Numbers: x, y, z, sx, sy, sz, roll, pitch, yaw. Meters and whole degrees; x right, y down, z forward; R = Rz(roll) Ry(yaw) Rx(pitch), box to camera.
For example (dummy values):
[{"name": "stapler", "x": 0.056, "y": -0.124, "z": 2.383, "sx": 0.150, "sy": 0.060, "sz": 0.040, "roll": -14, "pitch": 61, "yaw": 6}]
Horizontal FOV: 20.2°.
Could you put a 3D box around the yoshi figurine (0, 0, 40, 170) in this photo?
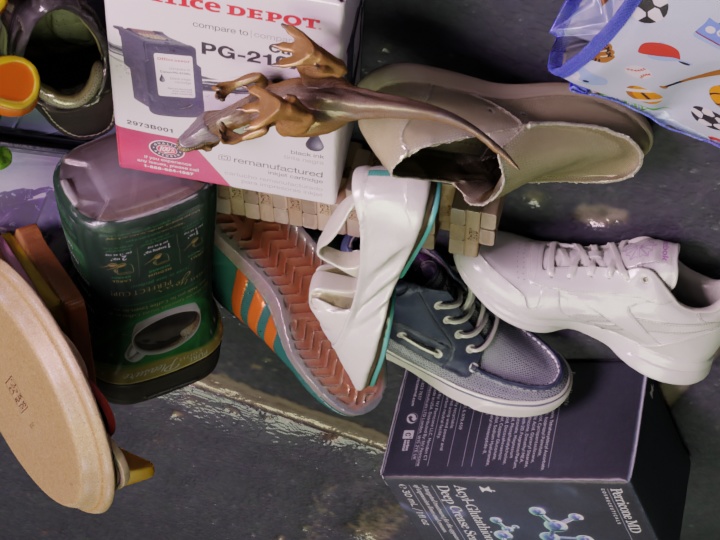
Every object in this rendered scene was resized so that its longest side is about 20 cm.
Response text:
[{"name": "yoshi figurine", "x": -0.241, "y": -0.114, "z": 1.200, "sx": 0.112, "sy": 0.113, "sz": 0.200, "roll": 34, "pitch": 155, "yaw": -20}]

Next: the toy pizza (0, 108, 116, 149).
[{"name": "toy pizza", "x": -0.238, "y": -0.093, "z": 1.344, "sx": 0.199, "sy": 0.032, "sz": 0.201, "roll": -14, "pitch": 137, "yaw": -13}]

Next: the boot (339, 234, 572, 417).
[{"name": "boot", "x": 0.067, "y": 0.037, "z": 1.440, "sx": 0.199, "sy": 0.073, "sz": 0.090, "roll": 20, "pitch": 148, "yaw": -3}]

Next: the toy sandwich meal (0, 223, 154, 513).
[{"name": "toy sandwich meal", "x": -0.198, "y": 0.064, "z": 1.325, "sx": 0.205, "sy": 0.070, "sz": 0.206, "roll": 43, "pitch": 147, "yaw": 36}]

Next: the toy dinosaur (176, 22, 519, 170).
[{"name": "toy dinosaur", "x": -0.017, "y": -0.097, "z": 1.150, "sx": 0.199, "sy": 0.061, "sz": 0.106, "roll": 2, "pitch": 171, "yaw": 21}]

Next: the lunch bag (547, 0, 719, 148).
[{"name": "lunch bag", "x": 0.210, "y": -0.145, "z": 1.062, "sx": 0.169, "sy": 0.124, "sz": 0.200, "roll": 20, "pitch": 140, "yaw": -9}]

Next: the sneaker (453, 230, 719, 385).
[{"name": "sneaker", "x": 0.162, "y": 0.003, "z": 1.373, "sx": 0.199, "sy": 0.075, "sz": 0.100, "roll": 20, "pitch": 129, "yaw": -8}]

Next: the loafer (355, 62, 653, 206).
[{"name": "loafer", "x": 0.088, "y": -0.074, "z": 1.237, "sx": 0.199, "sy": 0.069, "sz": 0.076, "roll": 6, "pitch": 152, "yaw": -19}]

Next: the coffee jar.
[{"name": "coffee jar", "x": -0.147, "y": 0.001, "z": 1.365, "sx": 0.104, "sy": 0.086, "sz": 0.201, "roll": -19, "pitch": 141, "yaw": -19}]

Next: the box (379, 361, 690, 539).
[{"name": "box", "x": 0.138, "y": 0.153, "z": 1.560, "sx": 0.199, "sy": 0.108, "sz": 0.149, "roll": -2, "pitch": 143, "yaw": 24}]

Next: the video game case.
[{"name": "video game case", "x": -0.233, "y": -0.033, "z": 1.370, "sx": 0.199, "sy": 0.019, "sz": 0.143, "roll": 5, "pitch": 131, "yaw": -31}]

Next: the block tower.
[{"name": "block tower", "x": -0.004, "y": -0.059, "z": 1.340, "sx": 0.198, "sy": 0.058, "sz": 0.054, "roll": 11, "pitch": 147, "yaw": 8}]

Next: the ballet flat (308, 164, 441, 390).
[{"name": "ballet flat", "x": 0.000, "y": 0.000, "z": 1.312, "sx": 0.069, "sy": 0.070, "sz": 0.201, "roll": 16, "pitch": 138, "yaw": -2}]

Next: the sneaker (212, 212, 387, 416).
[{"name": "sneaker", "x": -0.054, "y": 0.018, "z": 1.421, "sx": 0.201, "sy": 0.071, "sz": 0.080, "roll": 56, "pitch": 156, "yaw": 0}]

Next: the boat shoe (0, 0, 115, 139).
[{"name": "boat shoe", "x": -0.184, "y": -0.127, "z": 1.233, "sx": 0.071, "sy": 0.066, "sz": 0.201, "roll": -15, "pitch": 153, "yaw": -5}]

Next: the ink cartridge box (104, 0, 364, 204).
[{"name": "ink cartridge box", "x": -0.074, "y": -0.139, "z": 1.216, "sx": 0.144, "sy": 0.085, "sz": 0.200, "roll": 10, "pitch": 147, "yaw": 4}]
